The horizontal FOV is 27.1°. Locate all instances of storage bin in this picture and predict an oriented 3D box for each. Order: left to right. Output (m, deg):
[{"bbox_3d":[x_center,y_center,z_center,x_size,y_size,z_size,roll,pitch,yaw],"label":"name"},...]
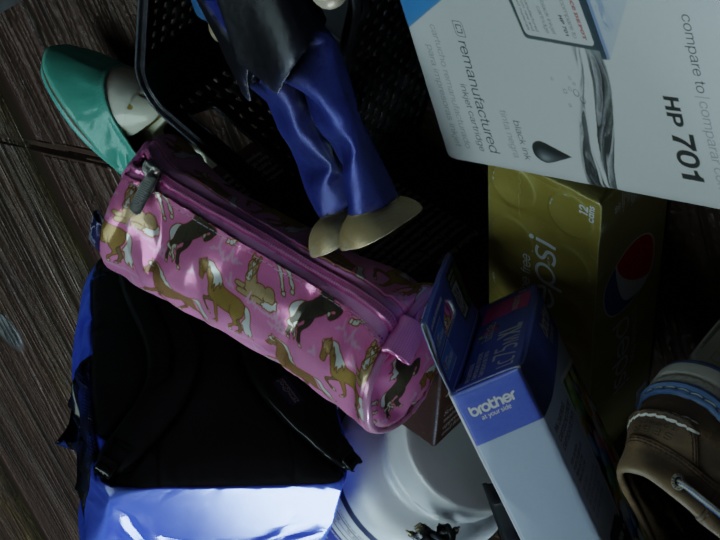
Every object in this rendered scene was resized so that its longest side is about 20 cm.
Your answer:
[{"bbox_3d":[-0.034,-0.137,0.761,0.135,0.094,0.201,40,150,16],"label":"storage bin"}]

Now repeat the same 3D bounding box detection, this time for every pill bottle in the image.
[{"bbox_3d":[0.030,0.128,0.946,0.120,0.120,0.200,49,150,1],"label":"pill bottle"}]

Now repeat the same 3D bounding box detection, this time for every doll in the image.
[{"bbox_3d":[-0.039,-0.106,0.661,0.201,0.048,0.136,62,158,-9],"label":"doll"}]

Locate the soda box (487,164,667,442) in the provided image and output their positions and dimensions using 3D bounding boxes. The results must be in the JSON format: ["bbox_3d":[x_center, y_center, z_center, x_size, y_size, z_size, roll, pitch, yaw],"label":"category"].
[{"bbox_3d":[0.108,0.008,0.761,0.067,0.064,0.201,30,144,30],"label":"soda box"}]

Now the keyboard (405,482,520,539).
[{"bbox_3d":[0.099,0.166,0.873,0.126,0.021,0.200,-10,148,9],"label":"keyboard"}]

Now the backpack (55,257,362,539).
[{"bbox_3d":[-0.110,0.086,0.933,0.168,0.161,0.201,116,150,-45],"label":"backpack"}]

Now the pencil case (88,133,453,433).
[{"bbox_3d":[-0.044,0.005,0.766,0.199,0.086,0.083,30,108,25],"label":"pencil case"}]

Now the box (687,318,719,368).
[{"bbox_3d":[0.196,0.103,0.735,0.095,0.078,0.201,36,147,22],"label":"box"}]

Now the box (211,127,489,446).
[{"bbox_3d":[0.000,0.000,0.860,0.199,0.100,0.075,33,142,29],"label":"box"}]

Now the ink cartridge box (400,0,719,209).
[{"bbox_3d":[0.112,-0.112,0.601,0.199,0.086,0.147,17,137,46],"label":"ink cartridge box"}]

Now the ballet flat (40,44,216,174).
[{"bbox_3d":[-0.129,-0.081,0.996,0.070,0.067,0.201,-31,99,37],"label":"ballet flat"}]

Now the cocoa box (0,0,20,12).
[{"bbox_3d":[-0.221,-0.220,0.812,0.134,0.200,0.131,50,150,1],"label":"cocoa box"}]

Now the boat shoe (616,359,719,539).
[{"bbox_3d":[0.166,0.140,0.664,0.072,0.072,0.201,-11,116,55],"label":"boat shoe"}]

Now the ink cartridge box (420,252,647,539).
[{"bbox_3d":[0.091,0.088,0.688,0.042,0.119,0.201,-26,100,16],"label":"ink cartridge box"}]
